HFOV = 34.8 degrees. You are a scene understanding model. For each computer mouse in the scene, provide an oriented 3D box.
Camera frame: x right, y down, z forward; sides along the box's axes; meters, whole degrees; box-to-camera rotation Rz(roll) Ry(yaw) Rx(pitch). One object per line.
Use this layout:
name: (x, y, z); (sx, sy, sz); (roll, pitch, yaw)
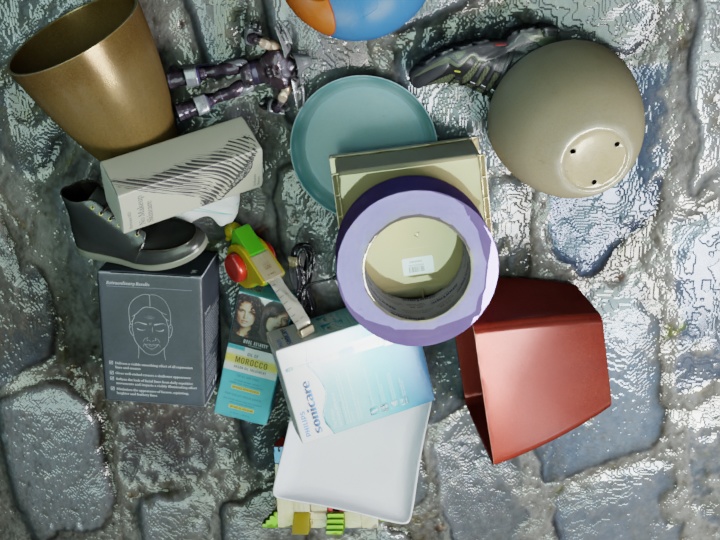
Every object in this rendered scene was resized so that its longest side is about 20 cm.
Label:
computer mouse: (0.000, 0.000, 1.597); (0.200, 0.044, 0.110); (-10, 106, 1)

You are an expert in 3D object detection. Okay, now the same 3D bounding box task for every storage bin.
storage bin: (0.071, -0.059, 1.511); (0.200, 0.094, 0.199); (-7, 108, 0)

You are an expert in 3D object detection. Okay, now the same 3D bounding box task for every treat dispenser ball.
treat dispenser ball: (-0.006, -0.378, 1.382); (0.201, 0.201, 0.201); (2, 110, 5)

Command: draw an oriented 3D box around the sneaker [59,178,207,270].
sneaker: (-0.310, -0.063, 1.547); (0.200, 0.075, 0.106); (2, 135, 17)

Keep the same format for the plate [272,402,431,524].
plate: (-0.010, 0.251, 1.656); (0.199, 0.032, 0.200); (11, 70, 2)

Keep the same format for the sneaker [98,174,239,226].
sneaker: (-0.264, -0.101, 1.583); (0.200, 0.070, 0.080); (6, 114, 3)

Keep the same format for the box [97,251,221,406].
box: (-0.282, 0.078, 1.630); (0.148, 0.107, 0.200); (4, 111, 5)

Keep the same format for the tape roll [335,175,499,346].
tape roll: (0.068, -0.013, 1.433); (0.200, 0.085, 0.200); (0, 106, -1)

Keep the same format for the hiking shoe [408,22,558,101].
hiking shoe: (0.163, -0.250, 1.477); (0.200, 0.076, 0.101); (-13, 105, 10)

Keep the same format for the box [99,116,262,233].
box: (-0.230, -0.125, 1.494); (0.200, 0.068, 0.082); (-22, 148, -18)

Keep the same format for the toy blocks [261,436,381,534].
toy blocks: (-0.048, 0.309, 1.707); (0.200, 0.100, 0.137); (-1, 99, 7)

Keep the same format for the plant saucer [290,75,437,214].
plant saucer: (0.005, -0.166, 1.552); (0.200, 0.027, 0.200); (2, 110, 5)

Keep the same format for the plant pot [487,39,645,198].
plant pot: (0.271, -0.168, 1.433); (0.200, 0.135, 0.201); (-5, 124, -7)

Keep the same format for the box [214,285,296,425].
box: (-0.151, 0.119, 1.662); (0.082, 0.049, 0.200); (14, 111, 1)

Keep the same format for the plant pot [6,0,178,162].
plant pot: (-0.326, -0.225, 1.498); (0.186, 0.186, 0.200); (-19, 123, 13)

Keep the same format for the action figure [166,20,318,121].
action figure: (-0.152, -0.259, 1.516); (0.200, 0.069, 0.130); (-12, 101, 7)

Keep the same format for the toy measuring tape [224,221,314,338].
toy measuring tape: (-0.133, 0.018, 1.593); (0.074, 0.074, 0.200); (-39, 75, 18)

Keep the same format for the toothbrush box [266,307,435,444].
toothbrush box: (-0.014, 0.134, 1.603); (0.200, 0.085, 0.147); (-19, 109, -9)

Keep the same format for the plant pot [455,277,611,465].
plant pot: (0.231, 0.117, 1.553); (0.176, 0.200, 0.200); (-10, 109, -2)
